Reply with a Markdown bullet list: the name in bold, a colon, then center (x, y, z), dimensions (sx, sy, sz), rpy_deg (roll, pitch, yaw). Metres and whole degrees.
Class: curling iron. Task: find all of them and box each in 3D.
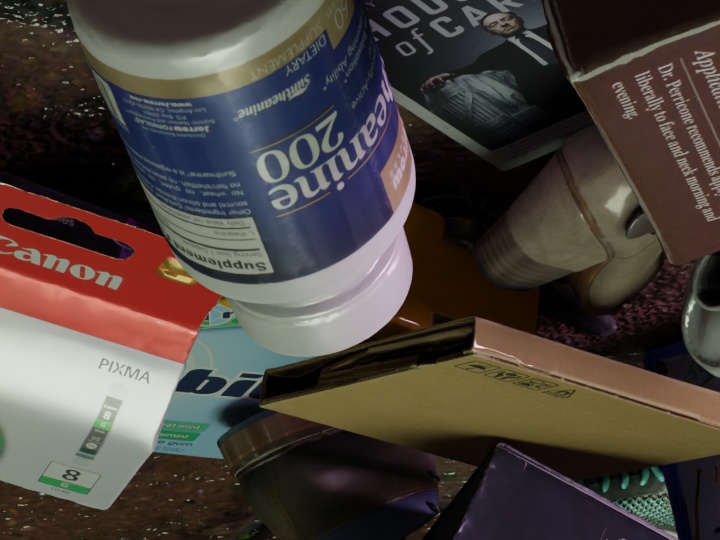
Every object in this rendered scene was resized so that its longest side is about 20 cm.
- **curling iron**: center (0.087, 0.003, 1.418), dimensions (0.049, 0.026, 0.200), rpy_deg (-8, 156, 28)

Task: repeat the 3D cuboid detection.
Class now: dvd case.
- **dvd case**: center (0.072, -0.111, 1.185), dimensions (0.150, 0.025, 0.200), rpy_deg (-22, 151, 28)

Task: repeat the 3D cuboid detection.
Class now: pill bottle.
- **pill bottle**: center (-0.040, -0.058, 1.111), dimensions (0.110, 0.112, 0.201), rpy_deg (-11, 137, 9)

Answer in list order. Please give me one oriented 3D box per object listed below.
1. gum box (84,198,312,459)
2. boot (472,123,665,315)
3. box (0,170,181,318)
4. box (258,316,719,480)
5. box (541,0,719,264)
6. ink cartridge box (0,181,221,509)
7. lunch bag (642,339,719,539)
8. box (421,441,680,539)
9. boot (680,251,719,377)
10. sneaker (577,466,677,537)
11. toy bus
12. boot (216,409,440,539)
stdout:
- **gum box**: center (-0.102, 0.036, 1.424), dimensions (0.169, 0.045, 0.200), rpy_deg (8, 150, -27)
- **boot**: center (0.145, -0.041, 1.272), dimensions (0.146, 0.071, 0.200), rpy_deg (-33, 171, 28)
- **box**: center (-0.198, -0.004, 1.278), dimensions (0.199, 0.036, 0.143), rpy_deg (20, 146, -18)
- **box**: center (0.075, 0.068, 1.337), dimensions (0.199, 0.021, 0.163), rpy_deg (17, 158, -37)
- **box**: center (0.165, -0.132, 0.976), dimensions (0.199, 0.165, 0.166), rpy_deg (-19, 151, 11)
- **ink cartridge box**: center (-0.160, 0.035, 1.255), dimensions (0.160, 0.050, 0.200), rpy_deg (18, 149, -14)
- **lunch bag**: center (0.266, 0.132, 1.527), dimensions (0.169, 0.201, 0.124), rpy_deg (14, 148, -34)
- **box**: center (0.108, 0.212, 1.416), dimensions (0.196, 0.124, 0.200), rpy_deg (30, 154, 1)
- **boot**: center (0.178, -0.004, 1.234), dimensions (0.095, 0.074, 0.200), rpy_deg (-23, 158, -36)
- **sneaker**: center (0.166, 0.125, 1.661), dimensions (0.199, 0.078, 0.091), rpy_deg (5, 137, -29)
- **toy bus**: center (0.000, 0.000, 1.309), dimensions (0.199, 0.066, 0.078), rpy_deg (22, 158, -34)
- **boot**: center (0.017, 0.114, 1.505), dimensions (0.199, 0.097, 0.075), rpy_deg (-12, 161, -38)
